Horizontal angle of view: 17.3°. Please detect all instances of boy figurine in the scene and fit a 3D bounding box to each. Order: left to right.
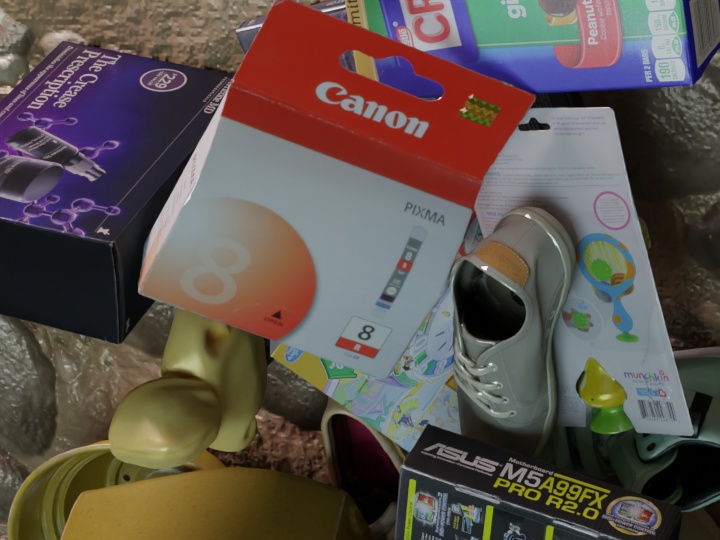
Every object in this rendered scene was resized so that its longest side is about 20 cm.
[{"bbox_3d":[-0.092,0.064,1.498,0.064,0.200,0.125,0,125,26],"label":"boy figurine"}]

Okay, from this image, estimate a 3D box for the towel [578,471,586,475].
[{"bbox_3d":[0.137,0.135,1.548,0.144,0.023,0.201,-21,110,36],"label":"towel"}]

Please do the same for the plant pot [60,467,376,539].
[{"bbox_3d":[-0.075,0.243,1.535,0.199,0.196,0.195,-20,116,19],"label":"plant pot"}]

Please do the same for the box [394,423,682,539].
[{"bbox_3d":[0.096,0.201,1.394,0.159,0.044,0.201,17,128,18],"label":"box"}]

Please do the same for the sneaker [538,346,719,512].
[{"bbox_3d":[0.144,0.102,1.432,0.199,0.118,0.074,-10,115,20],"label":"sneaker"}]

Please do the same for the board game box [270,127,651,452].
[{"bbox_3d":[0.058,0.011,1.422,0.134,0.034,0.200,35,112,-17],"label":"board game box"}]

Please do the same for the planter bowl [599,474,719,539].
[{"bbox_3d":[0.157,0.212,1.488,0.199,0.135,0.201,14,127,20],"label":"planter bowl"}]

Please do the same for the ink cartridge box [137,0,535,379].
[{"bbox_3d":[-0.014,-0.040,1.320,0.161,0.050,0.200,20,131,-15],"label":"ink cartridge box"}]

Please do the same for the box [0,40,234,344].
[{"bbox_3d":[-0.166,-0.053,1.451,0.140,0.200,0.079,14,127,16],"label":"box"}]

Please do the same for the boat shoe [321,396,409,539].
[{"bbox_3d":[0.012,0.153,1.592,0.073,0.069,0.201,-2,121,28],"label":"boat shoe"}]

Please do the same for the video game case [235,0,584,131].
[{"bbox_3d":[0.035,-0.104,1.434,0.199,0.019,0.143,-8,118,32],"label":"video game case"}]

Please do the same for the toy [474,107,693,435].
[{"bbox_3d":[0.129,-0.005,1.356,0.115,0.047,0.201,2,113,41],"label":"toy"}]

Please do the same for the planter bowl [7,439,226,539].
[{"bbox_3d":[-0.141,0.179,1.670,0.199,0.084,0.201,7,125,11],"label":"planter bowl"}]

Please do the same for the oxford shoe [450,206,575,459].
[{"bbox_3d":[0.077,0.050,1.364,0.075,0.058,0.201,34,140,26],"label":"oxford shoe"}]

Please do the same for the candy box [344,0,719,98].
[{"bbox_3d":[0.087,-0.187,1.298,0.199,0.077,0.170,0,114,27],"label":"candy box"}]
